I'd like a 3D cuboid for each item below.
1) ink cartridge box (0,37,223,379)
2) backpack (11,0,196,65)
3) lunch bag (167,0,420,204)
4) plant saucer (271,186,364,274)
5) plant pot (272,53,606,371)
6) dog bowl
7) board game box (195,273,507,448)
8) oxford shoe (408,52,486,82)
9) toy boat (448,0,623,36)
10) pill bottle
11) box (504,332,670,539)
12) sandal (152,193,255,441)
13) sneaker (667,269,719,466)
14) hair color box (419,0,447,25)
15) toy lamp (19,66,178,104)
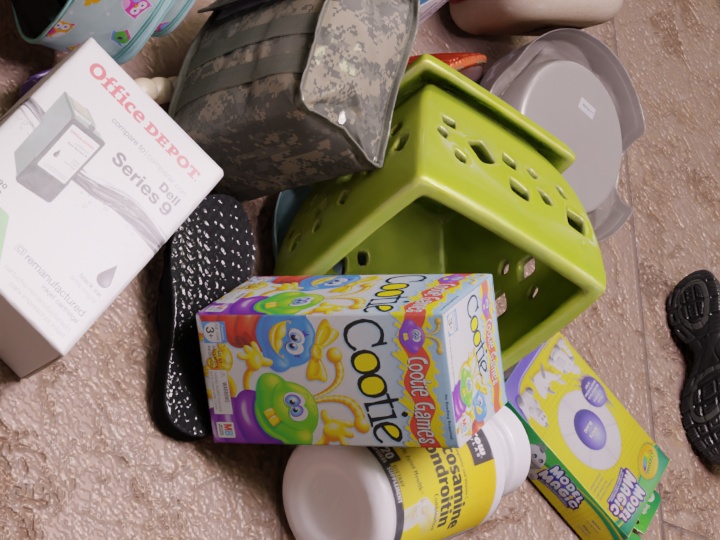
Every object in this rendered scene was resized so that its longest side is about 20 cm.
[{"bbox_3d":[-0.217,-0.047,1.532,0.146,0.084,0.200,45,58,-11],"label":"ink cartridge box"},{"bbox_3d":[-0.193,-0.257,1.637,0.153,0.176,0.201,22,35,-30],"label":"backpack"},{"bbox_3d":[-0.050,-0.172,1.671,0.117,0.164,0.201,39,54,-37],"label":"lunch bag"},{"bbox_3d":[0.000,0.000,1.791,0.200,0.027,0.201,24,50,-32],"label":"plant saucer"},{"bbox_3d":[0.060,-0.042,1.714,0.199,0.200,0.182,29,40,-27],"label":"plant pot"},{"bbox_3d":[0.180,-0.121,1.974,0.199,0.059,0.201,5,83,-43],"label":"dog bowl"},{"bbox_3d":[-0.006,0.066,1.581,0.103,0.199,0.105,-35,120,-61],"label":"board game box"},{"bbox_3d":[0.055,-0.152,1.926,0.200,0.071,0.073,-29,115,-52],"label":"oxford shoe"},{"bbox_3d":[0.159,-0.289,1.991,0.130,0.200,0.131,0,89,-22],"label":"toy boat"},{"bbox_3d":[0.042,0.160,1.664,0.200,0.112,0.112,-15,76,-47],"label":"pill bottle"},{"bbox_3d":[0.193,0.154,1.863,0.200,0.048,0.117,50,42,-10],"label":"box"},{"bbox_3d":[-0.131,0.033,1.636,0.075,0.048,0.201,25,62,-32],"label":"sandal"},{"bbox_3d":[0.354,0.097,2.038,0.091,0.076,0.201,26,52,-40],"label":"sneaker"},{"bbox_3d":[0.014,-0.237,1.898,0.061,0.100,0.200,55,41,0],"label":"hair color box"},{"bbox_3d":[-0.181,-0.139,1.683,0.199,0.058,0.058,-8,71,-46],"label":"toy lamp"}]
